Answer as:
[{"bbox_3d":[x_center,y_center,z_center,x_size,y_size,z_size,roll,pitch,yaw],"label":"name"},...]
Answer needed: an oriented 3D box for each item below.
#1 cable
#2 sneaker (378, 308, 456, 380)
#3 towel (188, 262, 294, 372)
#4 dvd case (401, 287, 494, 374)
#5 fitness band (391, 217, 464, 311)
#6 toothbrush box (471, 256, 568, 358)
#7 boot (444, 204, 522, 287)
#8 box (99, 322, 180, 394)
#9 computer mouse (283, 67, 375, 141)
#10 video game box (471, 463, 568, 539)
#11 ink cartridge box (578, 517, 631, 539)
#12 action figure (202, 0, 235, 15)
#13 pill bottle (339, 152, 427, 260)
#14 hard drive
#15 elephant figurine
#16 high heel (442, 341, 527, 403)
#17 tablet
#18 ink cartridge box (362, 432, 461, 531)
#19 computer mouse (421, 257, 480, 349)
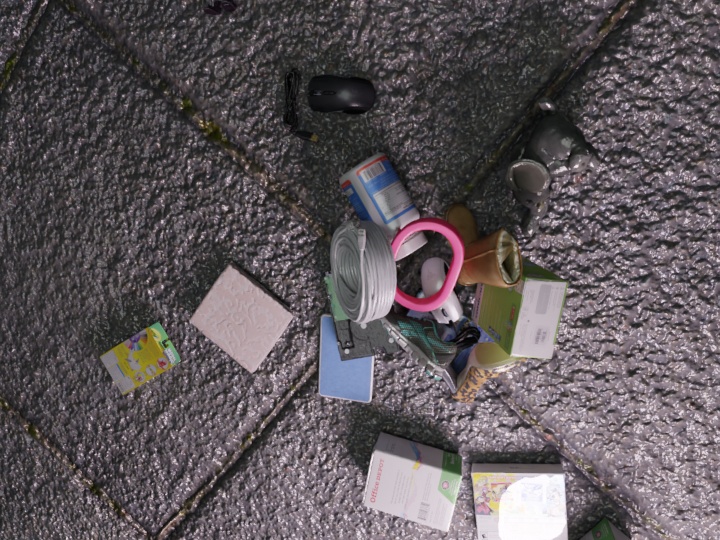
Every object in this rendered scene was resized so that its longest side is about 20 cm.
[{"bbox_3d":[0.000,0.000,1.043,0.069,0.200,0.202,-11,96,-23],"label":"cable"},{"bbox_3d":[0.115,0.124,1.083,0.091,0.078,0.200,-44,75,-4],"label":"sneaker"},{"bbox_3d":[-0.277,0.111,1.243,0.199,0.032,0.192,39,106,2],"label":"towel"},{"bbox_3d":[0.179,0.148,1.155,0.199,0.018,0.144,30,107,4],"label":"dvd case"},{"bbox_3d":[0.120,-0.010,1.027,0.142,0.038,0.202,17,122,4],"label":"fitness band"},{"bbox_3d":[0.293,0.059,1.008,0.085,0.200,0.147,5,104,-11],"label":"toothbrush box"},{"bbox_3d":[0.229,-0.054,0.996,0.065,0.200,0.177,-13,88,-11],"label":"boot"},{"bbox_3d":[-0.537,0.212,1.317,0.199,0.048,0.118,-28,94,19],"label":"box"},{"bbox_3d":[-0.074,-0.334,1.092,0.198,0.046,0.142,12,103,10],"label":"computer mouse"},{"bbox_3d":[0.353,0.522,1.183,0.198,0.047,0.184,-4,103,13],"label":"video game box"},{"bbox_3d":[0.495,0.656,1.127,0.087,0.145,0.200,40,106,0],"label":"ink cartridge box"},{"bbox_3d":[-0.292,-0.629,1.068,0.129,0.069,0.203,-3,98,18],"label":"action figure"},{"bbox_3d":[0.051,-0.125,1.076,0.112,0.112,0.201,-29,95,17],"label":"pill bottle"},{"bbox_3d":[0.004,0.087,1.159,0.138,0.038,0.202,-12,93,14],"label":"hard drive"},{"bbox_3d":[0.331,-0.185,1.000,0.200,0.141,0.156,-40,62,33],"label":"elephant figurine"},{"bbox_3d":[0.262,0.216,1.082,0.198,0.072,0.143,-14,126,34],"label":"high heel"},{"bbox_3d":[-0.032,0.201,1.217,0.129,0.014,0.202,6,104,11],"label":"tablet"},{"bbox_3d":[0.117,0.472,1.196,0.198,0.088,0.147,13,104,8],"label":"ink cartridge box"},{"bbox_3d":[0.169,0.073,1.096,0.109,0.044,0.202,-21,89,35],"label":"computer mouse"}]
